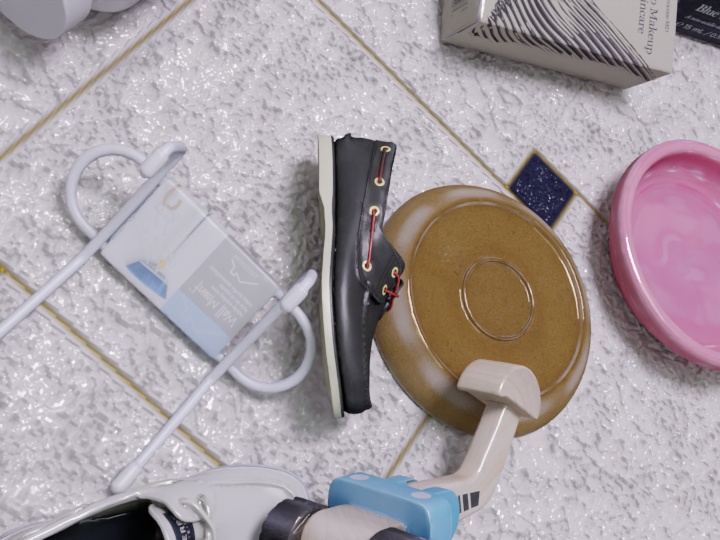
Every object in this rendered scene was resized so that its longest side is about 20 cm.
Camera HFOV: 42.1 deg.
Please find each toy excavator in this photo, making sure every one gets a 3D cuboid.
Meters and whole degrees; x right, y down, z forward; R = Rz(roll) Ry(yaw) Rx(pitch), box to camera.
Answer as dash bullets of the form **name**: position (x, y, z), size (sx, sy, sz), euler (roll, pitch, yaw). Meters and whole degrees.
- **toy excavator**: position (0.040, 0.160, 0.585), size (0.199, 0.099, 0.197), euler (0, 94, -50)

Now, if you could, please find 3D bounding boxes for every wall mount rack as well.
- **wall mount rack**: position (-0.128, 0.025, 0.570), size (0.200, 0.075, 0.174), euler (44, 97, -5)

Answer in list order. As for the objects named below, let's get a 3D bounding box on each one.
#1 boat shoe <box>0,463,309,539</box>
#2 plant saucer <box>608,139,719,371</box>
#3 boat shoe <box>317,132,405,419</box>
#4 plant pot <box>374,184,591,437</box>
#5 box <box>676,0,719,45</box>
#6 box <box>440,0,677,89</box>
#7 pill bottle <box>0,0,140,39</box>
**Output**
- **boat shoe**: position (-0.112, 0.151, 0.529), size (0.198, 0.066, 0.073), euler (-2, 75, -29)
- **plant saucer**: position (0.287, -0.010, 0.798), size (0.198, 0.051, 0.203), euler (9, 69, -23)
- **boat shoe**: position (0.000, -0.001, 0.633), size (0.062, 0.074, 0.204), euler (1, 66, -3)
- **plant pot**: position (0.099, 0.024, 0.706), size (0.198, 0.027, 0.202), euler (9, 68, -23)
- **box**: position (0.414, -0.305, 0.881), size (0.195, 0.200, 0.119), euler (8, 68, -23)
- **box**: position (0.171, -0.218, 0.796), size (0.198, 0.068, 0.083), euler (6, 86, -23)
- **pill bottle**: position (-0.159, -0.246, 0.622), size (0.116, 0.116, 0.200), euler (45, 59, -5)
